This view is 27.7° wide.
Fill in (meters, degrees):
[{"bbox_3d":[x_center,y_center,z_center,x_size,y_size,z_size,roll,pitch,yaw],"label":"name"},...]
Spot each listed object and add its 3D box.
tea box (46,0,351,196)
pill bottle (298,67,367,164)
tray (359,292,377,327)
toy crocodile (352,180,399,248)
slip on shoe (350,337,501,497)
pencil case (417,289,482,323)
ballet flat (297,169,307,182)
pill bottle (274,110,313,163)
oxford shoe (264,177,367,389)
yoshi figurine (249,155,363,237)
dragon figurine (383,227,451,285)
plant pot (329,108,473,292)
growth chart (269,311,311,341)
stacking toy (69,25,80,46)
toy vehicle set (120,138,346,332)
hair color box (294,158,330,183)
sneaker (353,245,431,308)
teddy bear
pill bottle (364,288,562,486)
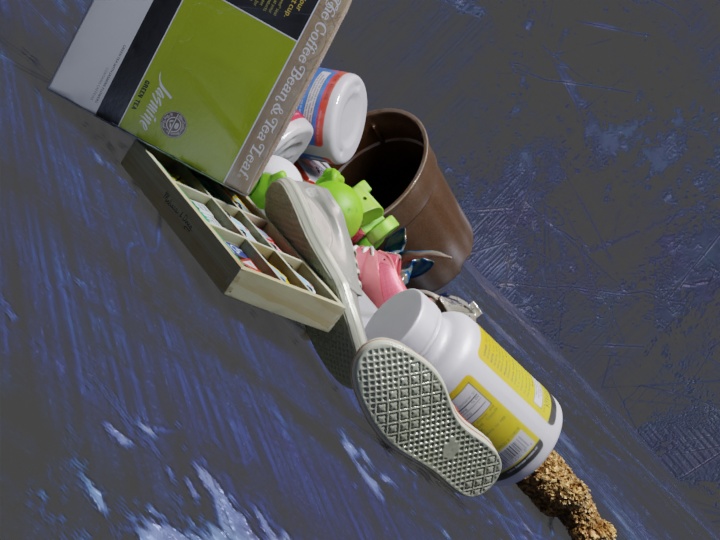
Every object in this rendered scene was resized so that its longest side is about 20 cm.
[{"bbox_3d":[-0.135,-0.201,1.274,0.196,0.201,0.134,29,6,-6],"label":"tea box"},{"bbox_3d":[-0.101,-0.201,1.783,0.199,0.113,0.112,13,-4,19],"label":"pill bottle"},{"bbox_3d":[-0.047,-0.003,1.484,0.107,0.022,0.200,12,33,-54],"label":"tray"},{"bbox_3d":[-0.008,-0.050,1.660,0.068,0.062,0.200,52,-16,2],"label":"toy crocodile"},{"bbox_3d":[0.050,0.123,1.248,0.200,0.074,0.061,46,-4,-38],"label":"slip on shoe"},{"bbox_3d":[0.089,0.063,1.756,0.078,0.089,0.200,47,8,11],"label":"pencil case"},{"bbox_3d":[-0.085,-0.079,1.649,0.066,0.070,0.200,63,16,19],"label":"ballet flat"},{"bbox_3d":[-0.158,-0.196,1.686,0.200,0.111,0.111,47,7,9],"label":"pill bottle"},{"bbox_3d":[-0.024,0.006,1.263,0.057,0.075,0.201,-6,64,-34],"label":"oxford shoe"},{"bbox_3d":[-0.061,-0.079,1.426,0.200,0.112,0.112,50,-18,27],"label":"yoshi figurine"},{"bbox_3d":[0.042,-0.006,1.658,0.059,0.200,0.099,48,45,-2],"label":"dragon figurine"},{"bbox_3d":[0.046,-0.079,1.976,0.198,0.200,0.200,50,2,-43],"label":"plant pot"},{"bbox_3d":[-0.106,-0.013,1.315,0.145,0.018,0.200,41,8,-31],"label":"growth chart"},{"bbox_3d":[-0.179,-0.164,1.408,0.201,0.145,0.146,62,10,10],"label":"stacking toy"},{"bbox_3d":[-0.109,-0.030,1.220,0.124,0.027,0.200,22,19,-47],"label":"toy vehicle set"},{"bbox_3d":[-0.082,-0.121,1.867,0.111,0.064,0.200,29,15,-40],"label":"hair color box"},{"bbox_3d":[0.000,0.000,1.589,0.200,0.087,0.074,46,6,8],"label":"sneaker"},{"bbox_3d":[0.210,0.227,1.612,0.200,0.067,0.145,46,5,2],"label":"teddy bear"},{"bbox_3d":[0.095,0.110,1.410,0.200,0.111,0.111,43,7,-25],"label":"pill bottle"}]
